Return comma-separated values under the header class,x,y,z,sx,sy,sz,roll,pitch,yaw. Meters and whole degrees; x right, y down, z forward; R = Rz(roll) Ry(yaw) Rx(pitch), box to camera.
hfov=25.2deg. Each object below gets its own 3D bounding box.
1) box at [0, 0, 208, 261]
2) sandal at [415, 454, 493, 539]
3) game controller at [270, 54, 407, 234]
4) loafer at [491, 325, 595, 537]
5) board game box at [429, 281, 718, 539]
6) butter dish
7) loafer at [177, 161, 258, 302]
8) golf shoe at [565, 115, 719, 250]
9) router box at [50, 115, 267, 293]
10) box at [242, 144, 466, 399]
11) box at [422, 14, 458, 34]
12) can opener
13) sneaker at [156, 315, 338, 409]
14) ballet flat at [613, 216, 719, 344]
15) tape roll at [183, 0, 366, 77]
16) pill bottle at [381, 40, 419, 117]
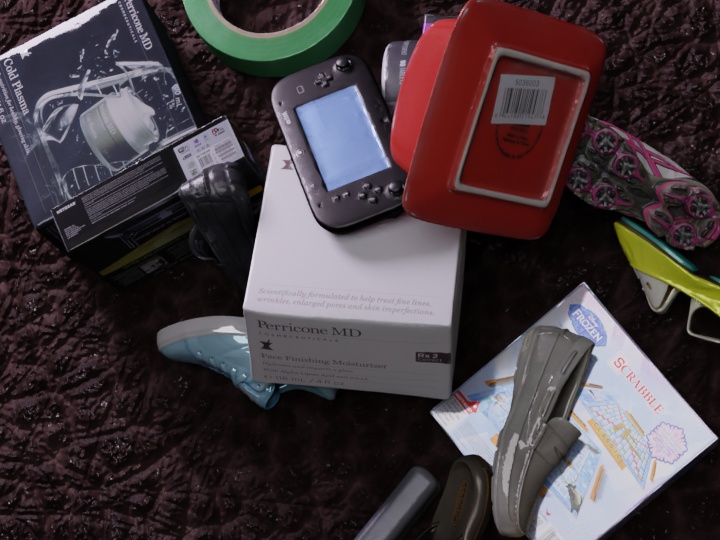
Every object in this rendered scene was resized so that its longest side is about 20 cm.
class,x,y,z,sx,sy,sz,roll,pitch,yaw
box,-0.268,-0.152,1.683,0.195,0.124,0.202,-26,71,1
sandal,0.075,0.269,1.503,0.081,0.054,0.203,18,94,58
game controller,-0.016,-0.121,1.521,0.103,0.042,0.201,-16,54,-8
loafer,0.169,0.150,1.492,0.069,0.070,0.203,8,76,23
board game box,0.203,0.151,1.543,0.199,0.041,0.201,-39,71,0
butter dish,0.100,-0.148,1.465,0.147,0.198,0.202,31,107,46
loafer,-0.134,-0.033,1.581,0.069,0.201,0.069,-14,57,-2
golf shoe,0.254,-0.091,1.549,0.199,0.092,0.073,32,107,-9
router box,-0.190,-0.062,1.623,0.198,0.157,0.053,-28,70,2
box,0.000,0.000,1.540,0.196,0.131,0.202,4,54,6
box,0.123,-0.160,1.650,0.141,0.036,0.203,5,75,13
can opener,-0.007,0.263,1.550,0.067,0.053,0.201,37,84,18
sneaker,-0.112,0.094,1.607,0.197,0.074,0.083,1,70,12
ballet flat,0.317,0.023,1.547,0.199,0.067,0.068,32,97,17
tape roll,-0.092,-0.309,1.728,0.198,0.048,0.203,-3,75,11
pill bottle,0.125,-0.176,1.580,0.197,0.106,0.108,-2,74,11
